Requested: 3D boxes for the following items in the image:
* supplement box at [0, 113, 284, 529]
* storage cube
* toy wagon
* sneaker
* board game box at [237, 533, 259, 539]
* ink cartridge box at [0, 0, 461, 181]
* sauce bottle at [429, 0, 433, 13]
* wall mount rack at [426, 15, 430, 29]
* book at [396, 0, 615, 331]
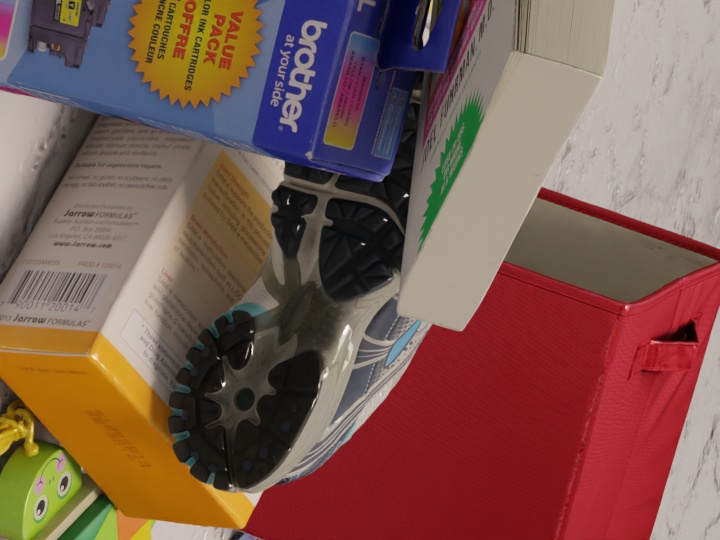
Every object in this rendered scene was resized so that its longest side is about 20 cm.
[{"bbox_3d":[-0.064,-0.009,1.252,0.126,0.073,0.200,53,53,-38],"label":"supplement box"},{"bbox_3d":[0.061,0.059,1.482,0.171,0.200,0.180,-20,128,-64],"label":"storage cube"},{"bbox_3d":[-0.134,0.148,1.272,0.155,0.040,0.200,-47,145,-50],"label":"toy wagon"},{"bbox_3d":[0.000,0.000,1.187,0.200,0.078,0.086,-54,158,9],"label":"sneaker"},{"bbox_3d":[-0.063,0.223,1.485,0.200,0.039,0.158,-43,141,-52],"label":"board game box"},{"bbox_3d":[-0.045,-0.115,1.104,0.076,0.200,0.137,10,94,-68],"label":"ink cartridge box"},{"bbox_3d":[0.010,-0.134,1.231,0.200,0.065,0.065,-53,149,-35],"label":"sauce bottle"},{"bbox_3d":[0.028,-0.194,1.403,0.174,0.075,0.200,77,32,-83],"label":"wall mount rack"},{"bbox_3d":[0.055,-0.094,1.072,0.200,0.048,0.134,-83,-167,-45],"label":"book"}]
